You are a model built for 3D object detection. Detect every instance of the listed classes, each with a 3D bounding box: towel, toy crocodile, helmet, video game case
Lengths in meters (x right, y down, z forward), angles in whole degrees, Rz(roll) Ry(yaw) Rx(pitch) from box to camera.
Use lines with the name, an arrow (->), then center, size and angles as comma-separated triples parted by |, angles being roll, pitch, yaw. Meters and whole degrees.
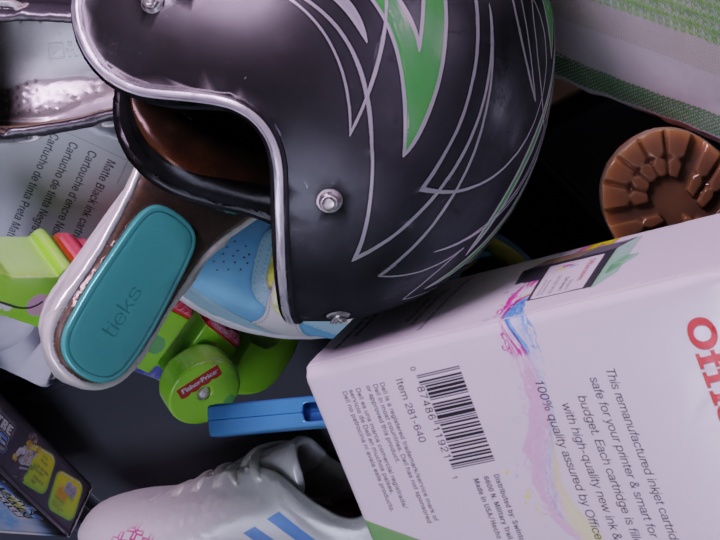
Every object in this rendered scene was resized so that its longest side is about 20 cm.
towel -> 0.120, -0.145, 1.175 | 0.149, 0.031, 0.201 | 24, 142, 34
toy crocodile -> -0.112, 0.020, 1.391 | 0.199, 0.068, 0.062 | 24, 109, -39
helmet -> -0.011, -0.084, 1.191 | 0.190, 0.200, 0.201 | 31, 139, 11
video game case -> 0.046, 0.063, 1.392 | 0.199, 0.143, 0.018 | -6, 87, 26

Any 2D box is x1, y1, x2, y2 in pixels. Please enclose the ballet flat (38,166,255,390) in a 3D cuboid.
ballet flat -> -0.084, -0.034, 1.320 | 0.069, 0.200, 0.069 | 36, 171, 6

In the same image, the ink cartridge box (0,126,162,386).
ink cartridge box -> -0.164, -0.026, 1.429 | 0.199, 0.041, 0.200 | 24, 137, -5

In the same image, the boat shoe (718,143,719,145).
boat shoe -> 0.225, -0.090, 1.197 | 0.200, 0.066, 0.072 | -17, 98, 54

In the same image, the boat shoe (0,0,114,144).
boat shoe -> -0.170, -0.091, 1.310 | 0.199, 0.060, 0.074 | -2, 108, 3

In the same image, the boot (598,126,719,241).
boot -> 0.173, 0.021, 1.243 | 0.075, 0.107, 0.201 | -34, 95, 3

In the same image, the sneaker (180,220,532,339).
sneaker -> 0.000, 0.000, 1.326 | 0.199, 0.080, 0.131 | 9, 178, -2

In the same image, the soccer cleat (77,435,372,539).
soccer cleat -> -0.058, 0.123, 1.535 | 0.199, 0.070, 0.087 | 2, 119, 16

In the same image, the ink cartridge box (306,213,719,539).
ink cartridge box -> 0.099, 0.069, 1.178 | 0.199, 0.084, 0.146 | -14, 105, 30

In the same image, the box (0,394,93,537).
box -> -0.242, 0.073, 1.530 | 0.110, 0.035, 0.200 | 0, 144, 37
